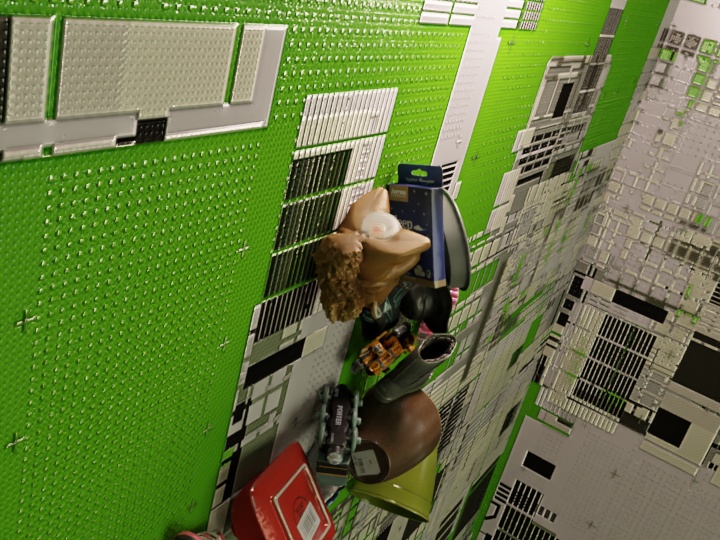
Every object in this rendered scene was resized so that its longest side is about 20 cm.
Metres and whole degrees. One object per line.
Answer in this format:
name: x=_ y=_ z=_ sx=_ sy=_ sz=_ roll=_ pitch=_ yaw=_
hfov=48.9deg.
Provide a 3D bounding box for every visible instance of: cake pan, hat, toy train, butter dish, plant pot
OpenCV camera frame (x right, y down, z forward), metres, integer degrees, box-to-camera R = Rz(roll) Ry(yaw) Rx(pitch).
cake pan: x=0.159 y=-0.054 z=1.500 sx=0.037 sy=0.200 sz=0.200 roll=-14 pitch=140 yaw=-7
hat: x=0.105 y=0.036 z=1.524 sx=0.081 sy=0.201 sz=0.201 roll=-10 pitch=133 yaw=-14
toy train: x=-0.044 y=0.300 z=1.465 sx=0.200 sy=0.085 sz=0.114 roll=-86 pitch=-176 yaw=-61
butter dish: x=-0.157 y=0.429 z=1.365 sx=0.200 sy=0.148 sz=0.200 roll=68 pitch=23 yaw=-7
plant pot: x=0.099 y=0.474 z=1.899 sx=0.200 sy=0.200 sz=0.193 roll=66 pitch=42 yaw=-60
plant pot: x=0.047 y=0.343 z=1.593 sx=0.200 sy=0.187 sz=0.187 roll=-32 pitch=142 yaw=-65

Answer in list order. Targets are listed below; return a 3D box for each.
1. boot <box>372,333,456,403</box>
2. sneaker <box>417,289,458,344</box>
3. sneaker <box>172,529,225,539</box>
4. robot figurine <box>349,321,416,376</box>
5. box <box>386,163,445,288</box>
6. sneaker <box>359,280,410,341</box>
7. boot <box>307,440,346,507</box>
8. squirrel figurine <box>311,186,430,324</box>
boot: x=0.124 y=0.174 z=1.551 sx=0.182 sy=0.073 sz=0.200 roll=-33 pitch=163 yaw=-44
sneaker: x=0.174 y=0.082 z=1.800 sx=0.095 sy=0.079 sz=0.200 roll=-67 pitch=172 yaw=-63
sneaker: x=-0.258 y=0.449 z=1.278 sx=0.200 sy=0.074 sz=0.087 roll=90 pitch=21 yaw=-52
robot figurine: x=0.052 y=0.158 z=1.545 sx=0.145 sy=0.058 sz=0.200 roll=-40 pitch=170 yaw=4
box: x=0.092 y=-0.078 z=1.339 sx=0.032 sy=0.121 sz=0.200 roll=-10 pitch=105 yaw=-35
sneaker: x=0.041 y=0.052 z=1.467 sx=0.079 sy=0.075 sz=0.200 roll=-41 pitch=147 yaw=-38
boot: x=-0.063 y=0.399 z=1.572 sx=0.200 sy=0.096 sz=0.074 roll=-54 pitch=155 yaw=-21
squirrel figurine: x=0.000 y=0.000 z=1.299 sx=0.200 sy=0.142 sz=0.187 roll=-31 pitch=153 yaw=-29
